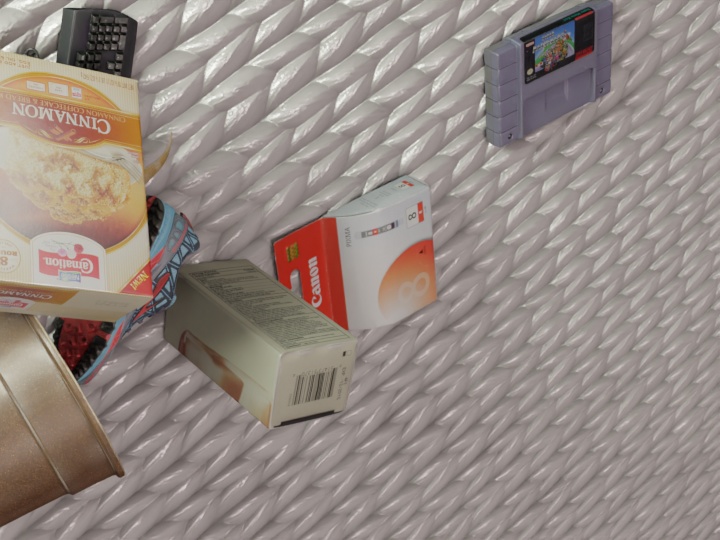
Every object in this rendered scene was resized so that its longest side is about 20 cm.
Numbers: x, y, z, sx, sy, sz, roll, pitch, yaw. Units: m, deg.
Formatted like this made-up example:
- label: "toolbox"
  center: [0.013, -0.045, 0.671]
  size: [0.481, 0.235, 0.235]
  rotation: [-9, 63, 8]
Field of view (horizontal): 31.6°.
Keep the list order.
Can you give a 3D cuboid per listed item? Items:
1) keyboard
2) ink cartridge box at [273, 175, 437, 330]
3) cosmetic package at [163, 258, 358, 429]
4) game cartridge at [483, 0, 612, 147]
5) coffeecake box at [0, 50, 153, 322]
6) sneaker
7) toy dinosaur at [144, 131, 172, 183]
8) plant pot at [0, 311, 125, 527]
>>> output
- label: "keyboard"
  center: [-0.266, -0.139, 1.153]
  size: [0.126, 0.021, 0.201]
  rotation: [-7, 116, -41]
- label: "ink cartridge box"
  center: [0.000, 0.000, 1.460]
  size: [0.199, 0.050, 0.163]
  rotation: [-30, 131, -32]
- label: "cosmetic package"
  center: [-0.105, 0.070, 1.291]
  size: [0.103, 0.200, 0.088]
  rotation: [-8, 120, -38]
- label: "game cartridge"
  center: [0.232, -0.243, 1.548]
  size: [0.199, 0.038, 0.130]
  rotation: [-28, 134, -29]
- label: "coffeecake box"
  center: [-0.260, -0.068, 1.051]
  size: [0.153, 0.073, 0.201]
  rotation: [8, 66, -38]
- label: "sneaker"
  center: [-0.222, 0.032, 1.250]
  size: [0.095, 0.079, 0.201]
  rotation: [31, 91, -50]
- label: "toy dinosaur"
  center: [-0.237, -0.060, 1.175]
  size: [0.199, 0.058, 0.102]
  rotation: [-23, 128, -41]
- label: "plant pot"
  center: [-0.339, 0.144, 1.101]
  size: [0.198, 0.200, 0.201]
  rotation: [-31, 132, -15]
